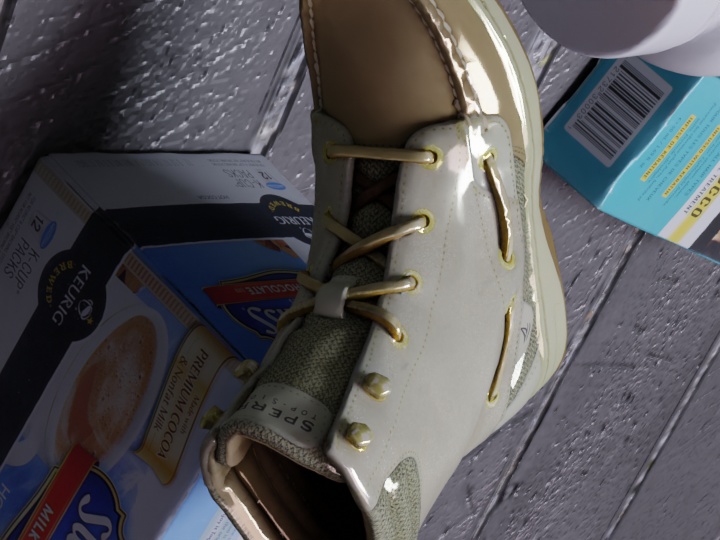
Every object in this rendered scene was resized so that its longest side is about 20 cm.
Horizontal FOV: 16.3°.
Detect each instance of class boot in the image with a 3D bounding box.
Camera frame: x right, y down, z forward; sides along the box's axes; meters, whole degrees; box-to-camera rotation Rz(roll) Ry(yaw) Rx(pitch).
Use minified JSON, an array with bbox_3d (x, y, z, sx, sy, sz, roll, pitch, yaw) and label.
[{"bbox_3d":[0.000,0.000,0.817,0.155,0.072,0.201,-52,136,-43],"label":"boot"}]

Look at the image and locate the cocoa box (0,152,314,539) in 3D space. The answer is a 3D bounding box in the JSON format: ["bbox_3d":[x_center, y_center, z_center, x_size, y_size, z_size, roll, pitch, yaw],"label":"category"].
[{"bbox_3d":[-0.083,0.072,0.962,0.133,0.131,0.200,-2,130,-54],"label":"cocoa box"}]

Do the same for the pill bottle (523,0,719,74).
[{"bbox_3d":[0.155,-0.141,1.007,0.199,0.120,0.120,-15,140,-46],"label":"pill bottle"}]

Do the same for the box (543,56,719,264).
[{"bbox_3d":[0.161,-0.057,1.224,0.082,0.049,0.200,-52,152,12],"label":"box"}]
